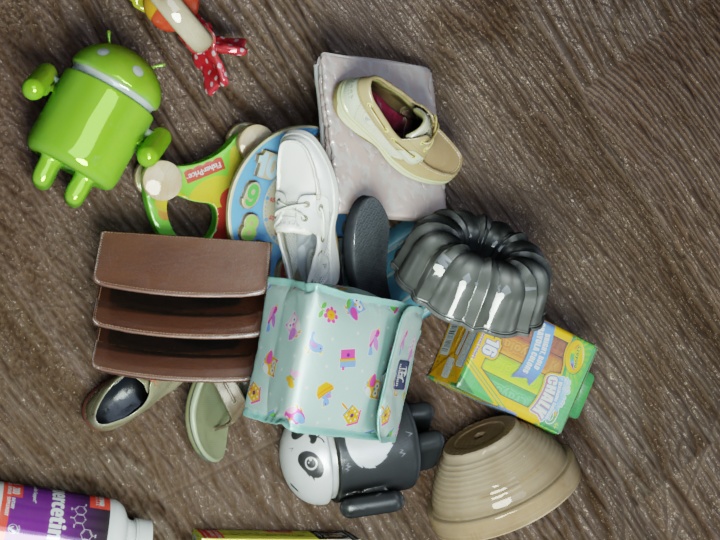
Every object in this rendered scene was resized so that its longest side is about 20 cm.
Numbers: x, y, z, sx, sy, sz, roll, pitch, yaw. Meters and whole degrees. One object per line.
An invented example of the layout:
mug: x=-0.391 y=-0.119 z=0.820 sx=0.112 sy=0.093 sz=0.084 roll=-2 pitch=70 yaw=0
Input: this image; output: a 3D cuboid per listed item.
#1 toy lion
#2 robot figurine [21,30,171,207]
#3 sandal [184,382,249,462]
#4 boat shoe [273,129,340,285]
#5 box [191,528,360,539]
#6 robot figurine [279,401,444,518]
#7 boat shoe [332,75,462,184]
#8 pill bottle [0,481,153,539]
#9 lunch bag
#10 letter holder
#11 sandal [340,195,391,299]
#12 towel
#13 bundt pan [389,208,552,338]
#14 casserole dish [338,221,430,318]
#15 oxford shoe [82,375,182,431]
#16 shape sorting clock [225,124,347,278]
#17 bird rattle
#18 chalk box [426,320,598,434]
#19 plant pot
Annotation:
toy lion: x=-0.154 y=-0.070 z=1.691 sx=0.199 sy=0.069 sz=0.193 roll=-22 pitch=105 yaw=-18
robot figurine: x=-0.308 y=-0.174 z=1.614 sx=0.175 sy=0.116 sz=0.201 roll=29 pitch=83 yaw=-7
sandal: x=-0.158 y=0.133 z=1.678 sx=0.080 sy=0.057 sz=0.202 roll=22 pitch=82 yaw=-58
boat shoe: x=-0.067 y=-0.060 z=1.610 sx=0.069 sy=0.070 sz=0.201 roll=-34 pitch=121 yaw=-53
box: x=-0.104 y=0.347 z=1.707 sx=0.198 sy=0.075 sz=0.051 roll=3 pitch=88 yaw=-15
robot figurine: x=0.000 y=0.216 z=1.705 sx=0.199 sy=0.150 sz=0.126 roll=-8 pitch=106 yaw=-16
boat shoe: x=0.057 y=-0.167 z=1.666 sx=0.199 sy=0.066 sz=0.074 roll=29 pitch=62 yaw=-33
pill bottle: x=-0.347 y=0.313 z=1.617 sx=0.199 sy=0.112 sz=0.113 roll=11 pitch=88 yaw=-16
lunch bag: x=-0.015 y=0.106 z=1.582 sx=0.199 sy=0.122 sz=0.172 roll=14 pitch=86 yaw=-37
letter holder: x=-0.207 y=0.045 z=1.601 sx=0.198 sy=0.101 sz=0.143 roll=4 pitch=49 yaw=-2
sandal: x=0.000 y=0.001 z=1.661 sx=0.076 sy=0.043 sz=0.201 roll=-42 pitch=141 yaw=-41
towel: x=0.026 y=-0.159 z=1.703 sx=0.190 sy=0.032 sz=0.202 roll=1 pitch=80 yaw=-41
bundt pan: x=0.141 y=-0.007 z=1.658 sx=0.201 sy=0.202 sz=0.076 roll=14 pitch=118 yaw=-16
casserole dish: x=0.064 y=0.005 z=1.765 sx=0.199 sy=0.039 sz=0.122 roll=-34 pitch=100 yaw=-13
oxford shoe: x=-0.243 y=0.123 z=1.660 sx=0.200 sy=0.075 sz=0.071 roll=-45 pitch=101 yaw=-12
shape sorting clock: x=-0.071 y=-0.075 z=1.679 sx=0.199 sy=0.039 sz=0.202 roll=-7 pitch=103 yaw=-33
bird rattle: x=-0.218 y=-0.299 z=1.623 sx=0.112 sy=0.163 sz=0.201 roll=-30 pitch=90 yaw=5
chalk box: x=0.209 y=0.125 z=1.763 sx=0.199 sy=0.124 sz=0.126 roll=24 pitch=85 yaw=-15
plant pot: x=0.163 y=0.242 z=1.711 sx=0.200 sy=0.201 sz=0.093 roll=-27 pitch=101 yaw=-13
